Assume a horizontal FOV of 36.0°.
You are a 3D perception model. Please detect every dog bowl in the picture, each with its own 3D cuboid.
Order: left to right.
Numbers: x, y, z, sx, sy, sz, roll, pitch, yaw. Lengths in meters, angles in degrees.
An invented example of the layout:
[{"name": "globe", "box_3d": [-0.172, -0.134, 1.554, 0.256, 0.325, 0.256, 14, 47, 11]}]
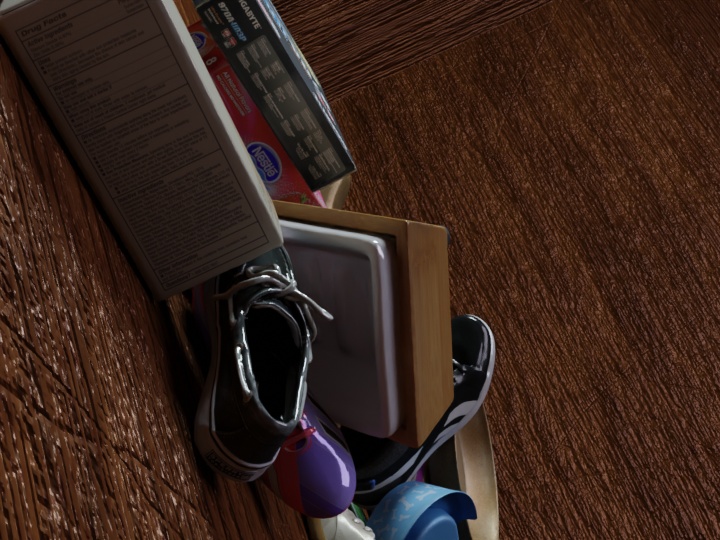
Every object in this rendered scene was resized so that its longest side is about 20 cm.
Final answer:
[{"name": "dog bowl", "box_3d": [0.053, 0.267, 0.968, 0.049, 0.111, 0.201, 23, -44, 38]}]

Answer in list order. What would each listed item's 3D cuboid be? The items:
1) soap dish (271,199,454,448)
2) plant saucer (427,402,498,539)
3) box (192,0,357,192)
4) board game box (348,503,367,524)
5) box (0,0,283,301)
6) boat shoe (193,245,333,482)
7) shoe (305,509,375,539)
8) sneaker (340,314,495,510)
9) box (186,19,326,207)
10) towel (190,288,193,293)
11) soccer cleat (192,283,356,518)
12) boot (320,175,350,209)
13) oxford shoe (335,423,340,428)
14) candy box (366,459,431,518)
[{"name": "soap dish", "box_3d": [-0.015, 0.027, 0.816, 0.200, 0.081, 0.158, 12, -69, 50]}, {"name": "plant saucer", "box_3d": [0.097, 0.189, 1.076, 0.200, 0.035, 0.201, -9, 90, -76]}, {"name": "box", "box_3d": [-0.081, -0.185, 0.931, 0.200, 0.046, 0.159, 57, 7, -38]}, {"name": "board game box", "box_3d": [-0.024, 0.208, 1.080, 0.105, 0.023, 0.201, 72, -6, -78]}, {"name": "box", "box_3d": [-0.131, -0.093, 0.681, 0.078, 0.095, 0.201, -112, 179, -61]}, {"name": "boat shoe", "box_3d": [-0.060, 0.034, 0.692, 0.073, 0.068, 0.200, 31, 35, -18]}, {"name": "shoe", "box_3d": [0.007, 0.250, 0.874, 0.070, 0.053, 0.200, 64, 2, -54]}, {"name": "sneaker", "box_3d": [0.048, 0.110, 0.948, 0.073, 0.200, 0.112, 30, -14, 23]}, {"name": "box", "box_3d": [-0.119, -0.111, 0.989, 0.200, 0.099, 0.096, 57, 6, -43]}, {"name": "towel", "box_3d": [-0.124, -0.007, 0.909, 0.200, 0.024, 0.147, 65, 2, -48]}, {"name": "soccer cleat", "box_3d": [-0.064, 0.077, 0.764, 0.077, 0.066, 0.200, 89, -24, -63]}, {"name": "boot", "box_3d": [0.000, 0.000, 1.070, 0.200, 0.175, 0.066, 30, -11, 24]}, {"name": "oxford shoe", "box_3d": [-0.044, 0.127, 0.898, 0.200, 0.071, 0.072, -77, 166, -80]}, {"name": "candy box", "box_3d": [0.063, 0.252, 1.102, 0.137, 0.061, 0.201, -73, 151, -56]}]
